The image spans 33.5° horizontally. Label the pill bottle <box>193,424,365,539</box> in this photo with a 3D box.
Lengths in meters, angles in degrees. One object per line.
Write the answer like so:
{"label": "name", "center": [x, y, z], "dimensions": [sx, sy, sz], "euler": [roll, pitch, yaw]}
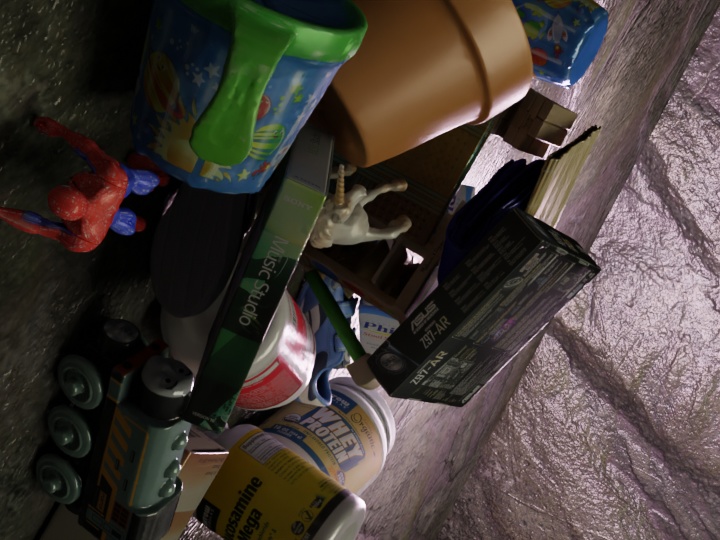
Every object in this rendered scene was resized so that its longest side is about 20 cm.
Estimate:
{"label": "pill bottle", "center": [-0.103, 0.230, 1.223], "dimensions": [0.113, 0.199, 0.113], "euler": [-51, 161, -25]}

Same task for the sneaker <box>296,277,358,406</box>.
{"label": "sneaker", "center": [-0.034, 0.061, 1.338], "dimensions": [0.074, 0.082, 0.201], "euler": [-15, 132, -64]}

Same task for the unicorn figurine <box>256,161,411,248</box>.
{"label": "unicorn figurine", "center": [-0.024, -0.053, 1.022], "dimensions": [0.137, 0.199, 0.075], "euler": [-19, 98, -41]}

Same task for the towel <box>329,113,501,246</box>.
{"label": "towel", "center": [0.047, -0.143, 1.112], "dimensions": [0.201, 0.146, 0.022], "euler": [-62, 172, 13]}

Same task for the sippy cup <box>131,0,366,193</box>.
{"label": "sippy cup", "center": [-0.082, -0.126, 0.761], "dimensions": [0.177, 0.139, 0.131], "euler": [-22, 143, -59]}

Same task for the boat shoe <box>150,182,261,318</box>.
{"label": "boat shoe", "center": [-0.106, -0.054, 0.947], "dimensions": [0.071, 0.072, 0.201], "euler": [-26, 143, -59]}

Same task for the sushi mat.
{"label": "sushi mat", "center": [0.172, -0.046, 1.149], "dimensions": [0.095, 0.012, 0.201], "euler": [-36, 153, -43]}

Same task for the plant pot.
{"label": "plant pot", "center": [0.017, -0.175, 0.923], "dimensions": [0.140, 0.200, 0.200], "euler": [-38, 159, -11]}

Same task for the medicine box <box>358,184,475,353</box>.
{"label": "medicine box", "center": [0.066, 0.018, 1.418], "dimensions": [0.201, 0.102, 0.184], "euler": [87, 16, -61]}

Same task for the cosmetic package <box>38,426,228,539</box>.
{"label": "cosmetic package", "center": [-0.217, 0.228, 1.088], "dimensions": [0.201, 0.087, 0.103], "euler": [-59, 164, 2]}

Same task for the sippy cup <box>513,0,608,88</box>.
{"label": "sippy cup", "center": [0.205, -0.277, 1.356], "dimensions": [0.140, 0.130, 0.179], "euler": [-45, 158, -40]}

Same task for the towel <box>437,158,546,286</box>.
{"label": "towel", "center": [0.114, -0.010, 1.168], "dimensions": [0.147, 0.049, 0.201], "euler": [-41, 157, -30]}

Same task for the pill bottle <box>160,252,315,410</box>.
{"label": "pill bottle", "center": [-0.102, 0.064, 1.094], "dimensions": [0.113, 0.112, 0.200], "euler": [-55, 163, -10]}

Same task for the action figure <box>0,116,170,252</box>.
{"label": "action figure", "center": [-0.185, -0.057, 0.757], "dimensions": [0.066, 0.098, 0.200], "euler": [-63, -175, 5]}

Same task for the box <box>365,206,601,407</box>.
{"label": "box", "center": [0.118, 0.042, 1.117], "dimensions": [0.200, 0.044, 0.160], "euler": [-47, 152, 15]}

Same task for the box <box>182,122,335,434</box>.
{"label": "box", "center": [-0.073, 0.001, 0.885], "dimensions": [0.145, 0.036, 0.201], "euler": [-87, -161, -67]}

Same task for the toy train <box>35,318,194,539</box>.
{"label": "toy train", "center": [-0.189, 0.135, 0.962], "dimensions": [0.085, 0.113, 0.201], "euler": [-36, 152, -53]}

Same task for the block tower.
{"label": "block tower", "center": [0.108, -0.176, 1.150], "dimensions": [0.058, 0.200, 0.054], "euler": [9, 113, -55]}

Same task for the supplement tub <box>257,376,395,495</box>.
{"label": "supplement tub", "center": [-0.057, 0.225, 1.443], "dimensions": [0.200, 0.144, 0.146], "euler": [-36, 152, -53]}

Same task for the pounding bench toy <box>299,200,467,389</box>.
{"label": "pounding bench toy", "center": [0.000, 0.000, 1.198], "dimensions": [0.201, 0.155, 0.124], "euler": [-56, 163, -10]}
